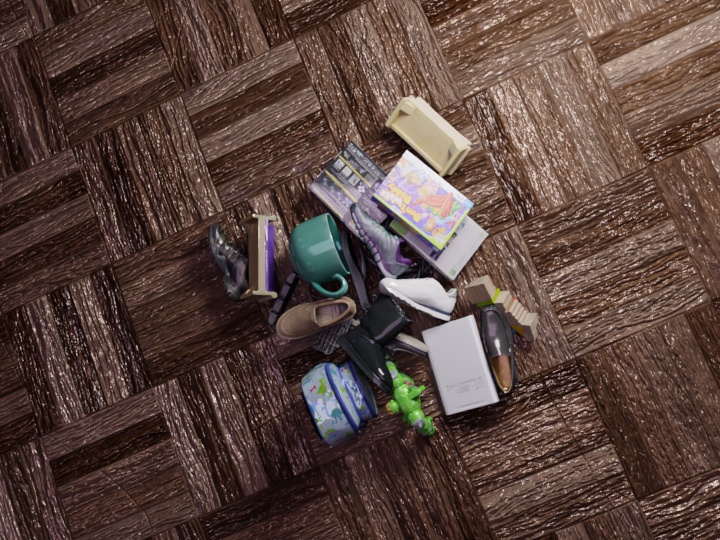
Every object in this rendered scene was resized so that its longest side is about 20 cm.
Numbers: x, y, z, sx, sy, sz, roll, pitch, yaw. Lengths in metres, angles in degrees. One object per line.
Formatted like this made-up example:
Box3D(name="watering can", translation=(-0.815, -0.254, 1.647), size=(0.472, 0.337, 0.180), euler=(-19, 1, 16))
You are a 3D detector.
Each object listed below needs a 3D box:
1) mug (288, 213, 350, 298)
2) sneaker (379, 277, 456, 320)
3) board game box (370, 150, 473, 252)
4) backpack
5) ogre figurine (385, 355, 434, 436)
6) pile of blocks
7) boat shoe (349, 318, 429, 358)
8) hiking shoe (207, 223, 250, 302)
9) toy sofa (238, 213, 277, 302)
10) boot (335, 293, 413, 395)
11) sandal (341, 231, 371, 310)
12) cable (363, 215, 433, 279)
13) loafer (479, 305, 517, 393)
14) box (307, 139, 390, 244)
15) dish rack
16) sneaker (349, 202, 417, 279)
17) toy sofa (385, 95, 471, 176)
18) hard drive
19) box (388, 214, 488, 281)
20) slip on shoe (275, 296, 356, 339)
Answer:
Box3D(name="mug", translation=(-0.101, -0.034, 1.623), size=(0.113, 0.186, 0.153), euler=(-20, 127, 8))
Box3D(name="sneaker", translation=(0.133, 0.049, 1.608), size=(0.198, 0.076, 0.082), euler=(22, 88, -24))
Box3D(name="board game box", translation=(0.141, -0.158, 1.589), size=(0.199, 0.045, 0.135), euler=(38, 81, -1))
Box3D(name="backpack", translation=(-0.049, 0.292, 1.571), size=(0.145, 0.200, 0.185), euler=(-28, 80, 5))
Box3D(name="ogre figurine", translation=(0.105, 0.290, 1.589), size=(0.096, 0.120, 0.204), euler=(-13, 82, 7))
Box3D(name="pile of blocks", translation=(0.333, 0.085, 1.613), size=(0.200, 0.082, 0.062), euler=(42, 48, 1))
Box3D(name="boat shoe", translation=(0.065, 0.173, 1.635), size=(0.197, 0.073, 0.064), euler=(19, 95, 15))
Box3D(name="hiking shoe", translation=(-0.310, -0.030, 1.715), size=(0.099, 0.076, 0.203), euler=(-21, 89, -6))
Box3D(name="toy sofa", translation=(-0.232, -0.029, 1.660), size=(0.096, 0.082, 0.204), euler=(6, 76, -33))
Box3D(name="boot", translation=(0.052, 0.158, 1.547), size=(0.162, 0.074, 0.198), euler=(-43, 53, -5))
Box3D(name="sandal", translation=(0.000, 0.000, 1.659), size=(0.042, 0.076, 0.203), euler=(-18, 92, 8))
Box3D(name="cable", translation=(0.114, -0.058, 1.655), size=(0.200, 0.051, 0.163), euler=(-44, 80, 2))
Box3D(name="loafer", translation=(0.318, 0.180, 1.569), size=(0.072, 0.072, 0.203), euler=(-17, 96, 12))
Box3D(name="box", translation=(-0.005, -0.190, 1.687), size=(0.200, 0.049, 0.161), euler=(44, 90, 10))
Box3D(name="dish rack", translation=(-0.119, 0.104, 1.675), size=(0.198, 0.055, 0.155), euler=(26, 90, 8))
Box3D(name="sneaker", translation=(0.053, -0.080, 1.609), size=(0.087, 0.074, 0.202), euler=(-29, 96, 11))
Box3D(name="toy sofa", translation=(0.165, -0.324, 1.662), size=(0.200, 0.097, 0.083), euler=(44, 120, 10))
Box3D(name="hard drive", translation=(0.230, 0.220, 1.606), size=(0.130, 0.026, 0.203), euler=(-20, 81, 25))
Box3D(name="box", translation=(0.183, -0.094, 1.627), size=(0.199, 0.036, 0.145), euler=(41, 81, -3))
Box3D(name="slip on shoe", translation=(-0.107, 0.110, 1.616), size=(0.196, 0.061, 0.077), euler=(-14, 85, 5))
